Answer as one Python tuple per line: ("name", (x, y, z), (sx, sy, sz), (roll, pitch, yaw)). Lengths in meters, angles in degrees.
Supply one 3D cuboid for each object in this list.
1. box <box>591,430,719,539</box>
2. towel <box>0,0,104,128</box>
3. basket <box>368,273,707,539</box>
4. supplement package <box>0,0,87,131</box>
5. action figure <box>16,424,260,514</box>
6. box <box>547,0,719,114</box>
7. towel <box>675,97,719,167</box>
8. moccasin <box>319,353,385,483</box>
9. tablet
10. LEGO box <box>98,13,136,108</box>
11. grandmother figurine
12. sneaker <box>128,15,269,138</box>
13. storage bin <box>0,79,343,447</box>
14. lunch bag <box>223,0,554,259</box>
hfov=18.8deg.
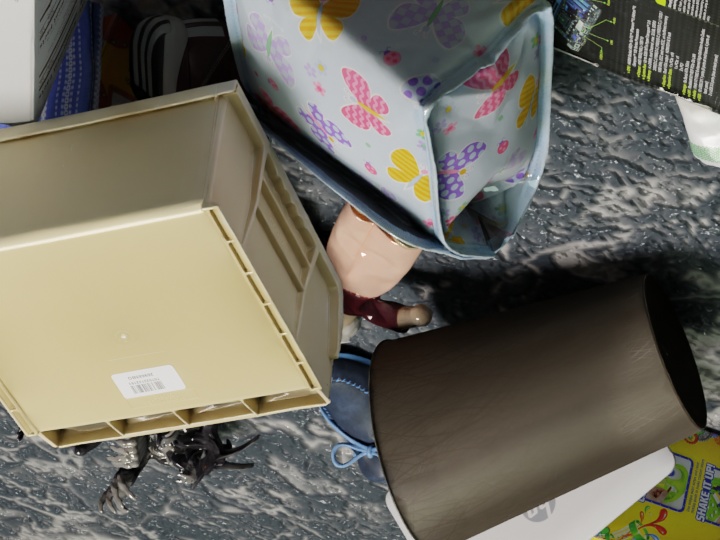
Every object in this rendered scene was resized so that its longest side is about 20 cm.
("box", (0.193, 0.204, 1.688), (0.192, 0.122, 0.200), (20, 149, -3))
("towel", (-0.245, -0.100, 1.398), (0.200, 0.145, 0.024), (1, 176, 38))
("basket", (0.124, 0.087, 1.492), (0.200, 0.180, 0.136), (-21, 121, 17))
("supplement package", (-0.249, -0.214, 1.225), (0.191, 0.147, 0.200), (17, 149, 1))
("action figure", (-0.190, 0.145, 1.807), (0.200, 0.102, 0.119), (17, 137, 4))
("box", (0.157, -0.174, 1.151), (0.193, 0.048, 0.200), (25, 152, 18))
("towel", (0.240, -0.125, 1.238), (0.149, 0.031, 0.200), (0, 145, 24))
("moccasin", (0.031, 0.138, 1.715), (0.080, 0.068, 0.200), (-15, 136, 41))
("tablet", (0.119, 0.151, 1.563), (0.200, 0.130, 0.014), (-42, 150, 15))
("LEGO box", (-0.167, -0.069, 1.478), (0.149, 0.077, 0.200), (-10, 139, 36))
("grandmother figurine", (0.000, 0.000, 1.532), (0.121, 0.061, 0.200), (47, 150, 5))
("sneaker", (-0.082, -0.069, 1.378), (0.115, 0.076, 0.200), (-11, 122, -23))
("storage bin", (-0.134, 0.006, 1.290), (0.200, 0.094, 0.199), (-10, 137, 17))
("lunch bag", (0.016, -0.101, 1.248), (0.170, 0.127, 0.200), (39, 159, 24))
